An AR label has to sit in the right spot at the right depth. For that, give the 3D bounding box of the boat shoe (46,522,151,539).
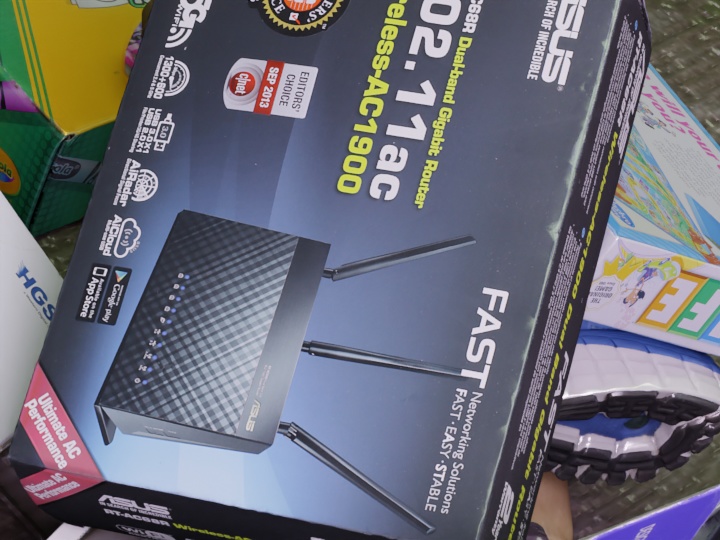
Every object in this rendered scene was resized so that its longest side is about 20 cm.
[{"bbox_3d":[-0.090,0.121,0.958,0.060,0.072,0.202,39,49,14],"label":"boat shoe"}]

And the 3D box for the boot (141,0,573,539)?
[{"bbox_3d":[0.000,0.000,1.088,0.175,0.066,0.201,13,60,-20],"label":"boot"}]

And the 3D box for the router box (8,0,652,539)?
[{"bbox_3d":[-0.006,-0.007,0.925,0.149,0.062,0.201,10,70,16],"label":"router box"}]

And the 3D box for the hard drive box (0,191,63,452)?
[{"bbox_3d":[-0.190,0.018,0.943,0.156,0.077,0.200,55,34,-3],"label":"hard drive box"}]

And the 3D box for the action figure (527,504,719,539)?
[{"bbox_3d":[0.080,0.135,1.022,0.200,0.069,0.130,-25,84,-37],"label":"action figure"}]

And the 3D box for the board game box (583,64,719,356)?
[{"bbox_3d":[0.071,-0.051,1.051,0.134,0.034,0.200,15,31,-44],"label":"board game box"}]

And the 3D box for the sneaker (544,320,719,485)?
[{"bbox_3d":[0.028,0.019,1.028,0.199,0.079,0.089,8,51,-26],"label":"sneaker"}]

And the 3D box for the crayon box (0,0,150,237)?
[{"bbox_3d":[-0.085,-0.097,1.192,0.200,0.058,0.119,-23,61,-41],"label":"crayon box"}]

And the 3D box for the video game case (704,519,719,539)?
[{"bbox_3d":[0.146,0.154,1.010,0.200,0.019,0.143,-46,115,-45],"label":"video game case"}]

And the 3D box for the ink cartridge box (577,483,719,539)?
[{"bbox_3d":[0.004,0.130,0.856,0.199,0.198,0.044,-18,74,-10],"label":"ink cartridge box"}]
